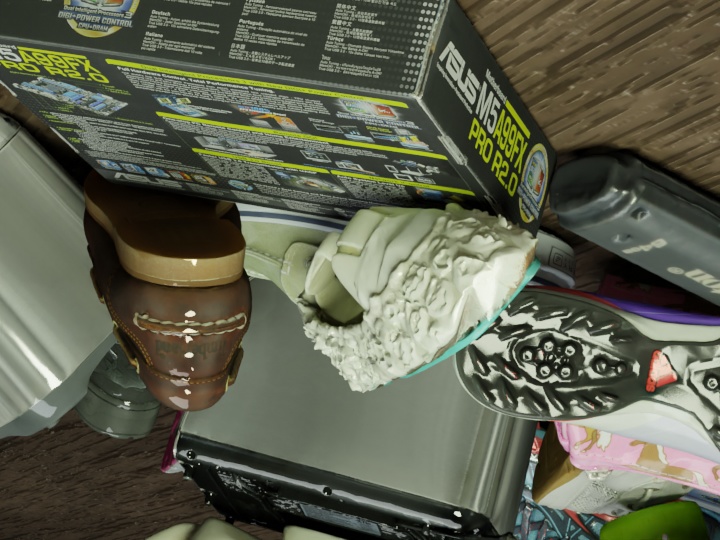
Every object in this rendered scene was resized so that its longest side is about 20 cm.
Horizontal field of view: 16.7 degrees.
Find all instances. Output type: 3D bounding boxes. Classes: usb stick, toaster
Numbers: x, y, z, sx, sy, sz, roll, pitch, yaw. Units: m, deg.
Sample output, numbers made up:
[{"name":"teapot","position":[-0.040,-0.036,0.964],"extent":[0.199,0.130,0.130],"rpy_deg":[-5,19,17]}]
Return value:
[{"name":"usb stick","position":[0.164,0.002,1.007],"extent":[0.199,0.033,0.055],"rpy_deg":[25,164,-30]},{"name":"toaster","position":[-0.181,0.007,1.178],"extent":[0.129,0.114,0.200],"rpy_deg":[48,152,-11]},{"name":"toaster","position":[0.011,0.093,1.334],"extent":[0.198,0.120,0.181],"rpy_deg":[14,166,11]}]

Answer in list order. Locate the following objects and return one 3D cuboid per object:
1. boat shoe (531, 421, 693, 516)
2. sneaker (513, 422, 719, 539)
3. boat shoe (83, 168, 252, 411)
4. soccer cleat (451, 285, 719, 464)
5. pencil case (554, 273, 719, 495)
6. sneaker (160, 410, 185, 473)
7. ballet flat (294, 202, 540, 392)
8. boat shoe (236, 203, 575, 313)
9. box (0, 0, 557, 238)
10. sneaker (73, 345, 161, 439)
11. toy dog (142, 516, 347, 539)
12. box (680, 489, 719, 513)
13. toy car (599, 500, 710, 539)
[{"name":"boat shoe","position":[0.147,0.084,1.243],"extent":[0.069,0.071,0.200],"rpy_deg":[18,163,-7]},{"name":"sneaker","position":[0.125,0.148,1.458],"extent":[0.198,0.096,0.079],"rpy_deg":[15,165,5]},{"name":"boat shoe","position":[-0.084,0.001,1.046],"extent":[0.070,0.071,0.200],"rpy_deg":[-2,-163,-5]},{"name":"soccer cleat","position":[0.134,0.045,1.028],"extent":[0.198,0.069,0.073],"rpy_deg":[12,-174,-4]},{"name":"pencil case","position":[0.187,0.067,1.099],"extent":[0.198,0.083,0.087],"rpy_deg":[14,128,1]},{"name":"sneaker","position":[-0.063,0.105,1.555],"extent":[0.088,0.082,0.200],"rpy_deg":[18,174,-13]},{"name":"ballet flat","position":[0.011,0.008,0.968],"extent":[0.071,0.072,0.200],"rpy_deg":[18,166,-9]},{"name":"boat shoe","position":[0.000,0.000,1.116],"extent":[0.199,0.063,0.072],"rpy_deg":[10,164,28]},{"name":"box","position":[-0.038,-0.068,0.948],"extent":[0.198,0.045,0.160],"rpy_deg":[10,163,23]},{"name":"sneaker","position":[-0.136,0.011,1.302],"extent":[0.060,0.105,0.200],"rpy_deg":[-3,-145,-36]},{"name":"toy dog","position":[-0.059,0.242,1.326],"extent":[0.192,0.202,0.140],"rpy_deg":[16,165,1]},{"name":"box","position":[0.257,0.119,1.325],"extent":[0.199,0.038,0.136],"rpy_deg":[21,164,-17]},{"name":"toy car","position":[0.176,0.176,1.138],"extent":[0.157,0.166,0.200],"rpy_deg":[-19,165,16]}]
